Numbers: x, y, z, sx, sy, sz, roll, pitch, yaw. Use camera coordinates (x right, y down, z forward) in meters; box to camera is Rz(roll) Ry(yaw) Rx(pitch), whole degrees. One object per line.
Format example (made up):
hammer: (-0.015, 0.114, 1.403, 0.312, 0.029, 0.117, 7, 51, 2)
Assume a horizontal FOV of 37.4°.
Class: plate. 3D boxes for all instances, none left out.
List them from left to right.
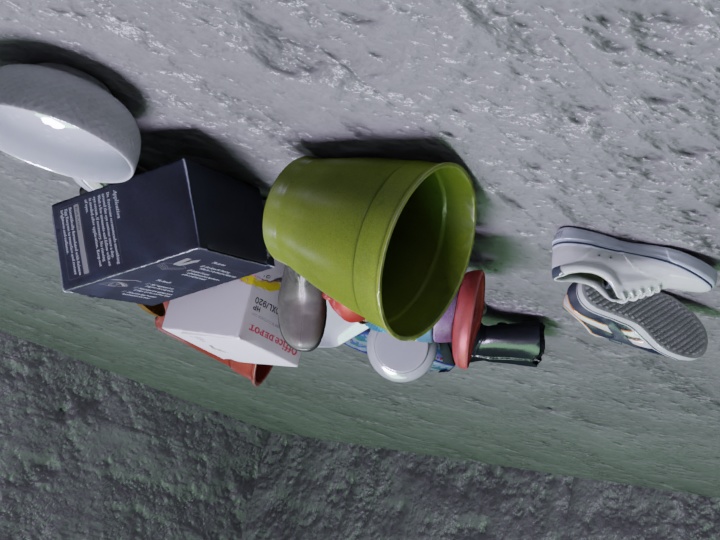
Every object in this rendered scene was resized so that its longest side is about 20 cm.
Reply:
plate: (-0.035, 0.067, 1.686, 0.200, 0.032, 0.199, -34, 157, 31)

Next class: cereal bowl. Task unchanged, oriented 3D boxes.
cereal bowl: (-0.340, -0.176, 1.205, 0.199, 0.084, 0.200, 13, 164, 4)

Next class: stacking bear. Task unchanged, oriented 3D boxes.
stacking bear: (0.053, 0.037, 1.370, 0.199, 0.122, 0.114, 10, 130, 12)

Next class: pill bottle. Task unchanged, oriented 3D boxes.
pill bottle: (0.065, 0.120, 1.677, 0.110, 0.111, 0.200, 13, 175, 4)

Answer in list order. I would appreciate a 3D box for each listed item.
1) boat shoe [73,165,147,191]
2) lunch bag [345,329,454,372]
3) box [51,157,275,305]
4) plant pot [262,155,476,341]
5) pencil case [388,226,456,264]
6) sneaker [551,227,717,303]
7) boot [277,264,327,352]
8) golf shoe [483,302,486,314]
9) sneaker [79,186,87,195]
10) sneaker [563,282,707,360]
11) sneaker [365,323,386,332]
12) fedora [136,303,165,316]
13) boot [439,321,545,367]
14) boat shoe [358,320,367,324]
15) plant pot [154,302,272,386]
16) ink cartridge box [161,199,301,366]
boat shoe: (-0.300, -0.106, 1.452, 0.070, 0.071, 0.200, 4, 155, 42)
lunch bag: (0.070, 0.118, 1.881, 0.199, 0.083, 0.161, 21, 166, -21)
box: (-0.245, -0.042, 1.346, 0.199, 0.118, 0.197, -16, 168, 19)
plant pot: (0.000, -0.047, 1.205, 0.192, 0.201, 0.200, 20, 169, 31)
pencil case: (0.042, -0.043, 1.321, 0.199, 0.087, 0.083, 6, 174, 19)
sneaker: (0.323, 0.007, 1.276, 0.199, 0.071, 0.073, 13, 165, 6)
boot: (-0.080, -0.002, 1.374, 0.067, 0.201, 0.131, 2, 168, 5)
golf shoe: (0.086, 0.001, 1.454, 0.200, 0.088, 0.077, 41, 114, -14)
sneaker: (-0.318, -0.069, 1.549, 0.199, 0.091, 0.076, 24, 164, -28)
sneaker: (0.365, 0.063, 1.426, 0.199, 0.079, 0.079, 28, 158, -8)
sneaker: (0.000, 0.000, 1.533, 0.076, 0.081, 0.200, -12, 132, 27)
fedora: (-0.337, -0.027, 1.643, 0.082, 0.201, 0.201, -32, 157, 2)
boot: (0.205, 0.089, 1.672, 0.167, 0.077, 0.201, -1, 147, 11)
boat shoe: (0.011, 0.037, 1.461, 0.199, 0.065, 0.071, 21, 136, -6)
plant pot: (-0.225, 0.065, 1.778, 0.194, 0.202, 0.201, 20, 165, 7)
ink cartridge box: (-0.158, 0.019, 1.503, 0.144, 0.201, 0.147, 3, 162, 35)
